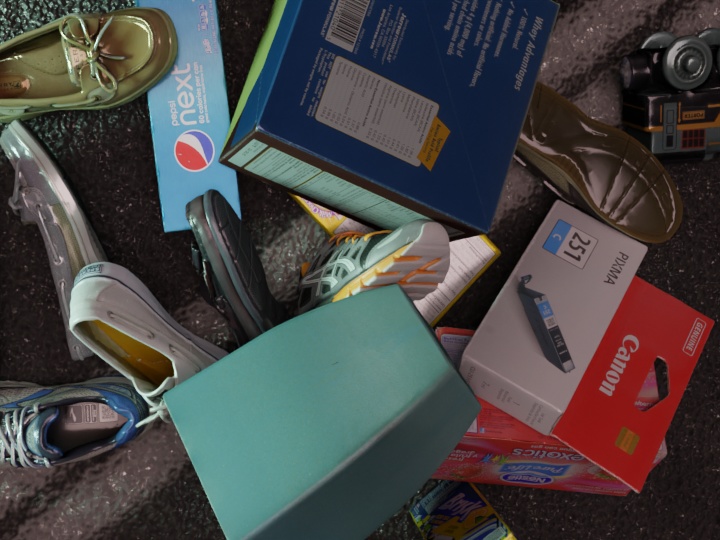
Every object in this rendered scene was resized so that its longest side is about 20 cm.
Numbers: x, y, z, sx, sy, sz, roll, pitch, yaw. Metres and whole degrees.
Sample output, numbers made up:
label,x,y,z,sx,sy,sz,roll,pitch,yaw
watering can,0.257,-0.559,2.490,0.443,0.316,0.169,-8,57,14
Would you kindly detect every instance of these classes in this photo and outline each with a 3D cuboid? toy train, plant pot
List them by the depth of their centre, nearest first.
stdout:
label,x,y,z,sx,sy,sz,roll,pitch,yaw
plant pot,-0.016,0.116,0.844,0.199,0.142,0.142,-34,58,2
toy train,0.325,-0.157,0.980,0.196,0.085,0.116,-5,106,-9

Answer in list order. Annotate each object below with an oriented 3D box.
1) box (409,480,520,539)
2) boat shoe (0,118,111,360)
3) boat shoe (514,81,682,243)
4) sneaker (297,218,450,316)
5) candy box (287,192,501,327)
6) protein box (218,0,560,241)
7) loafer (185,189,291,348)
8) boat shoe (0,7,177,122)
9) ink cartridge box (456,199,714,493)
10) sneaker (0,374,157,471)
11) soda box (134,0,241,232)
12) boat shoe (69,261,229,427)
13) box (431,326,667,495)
label,x,y,z,sx,sy,sz,roll,pitch,yaw
box,0.100,0.233,0.910,0.064,0.200,0.070,-41,97,-2
boat shoe,-0.254,-0.026,0.913,0.064,0.074,0.205,-26,103,-9
boat shoe,0.195,-0.097,0.969,0.199,0.066,0.072,35,85,-4
sneaker,0.000,0.000,0.895,0.077,0.199,0.079,4,65,-35
candy box,0.023,-0.051,0.970,0.102,0.026,0.200,-44,98,0
protein box,0.021,-0.150,0.876,0.197,0.135,0.202,22,79,-17
loafer,-0.105,0.026,0.908,0.062,0.072,0.202,-17,127,11
boat shoe,-0.240,-0.161,0.876,0.197,0.063,0.075,-16,90,18
ink cartridge box,0.197,0.055,0.916,0.174,0.045,0.201,30,55,10
sneaker,-0.272,0.129,0.913,0.196,0.085,0.079,-12,95,-6
soda box,-0.144,-0.137,0.923,0.066,0.064,0.204,-7,94,-6
boat shoe,-0.159,0.086,0.884,0.074,0.087,0.203,-23,128,22
box,0.150,0.123,0.946,0.196,0.095,0.104,6,57,-8
